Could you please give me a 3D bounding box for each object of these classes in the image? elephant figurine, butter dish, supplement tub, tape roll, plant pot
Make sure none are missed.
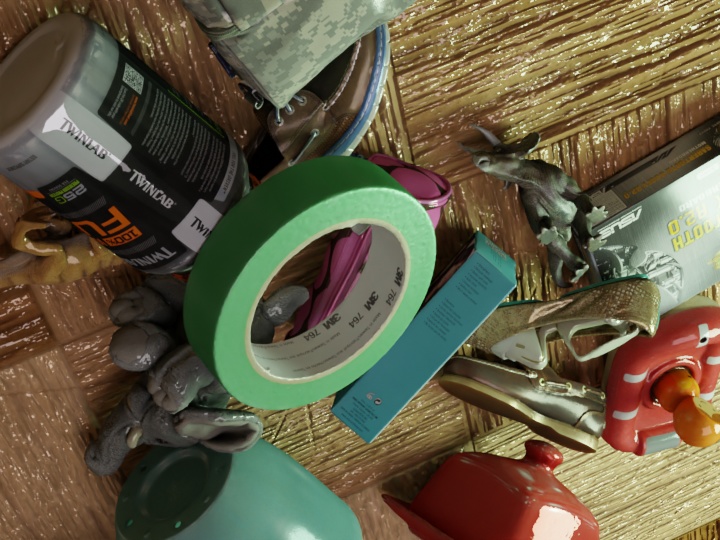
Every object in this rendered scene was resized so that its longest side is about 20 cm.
[{"bbox_3d":[-0.145,0.096,1.096,0.142,0.155,0.200,-56,161,-38],"label":"elephant figurine"},{"bbox_3d":[0.160,0.243,1.327,0.199,0.200,0.148,31,85,-39],"label":"butter dish"},{"bbox_3d":[-0.165,-0.078,0.926,0.123,0.123,0.200,-43,127,10],"label":"supplement tub"},{"bbox_3d":[-0.035,0.012,0.972,0.200,0.048,0.201,-25,138,-24],"label":"tape roll"},{"bbox_3d":[-0.122,0.235,1.158,0.200,0.201,0.161,-34,124,2],"label":"plant pot"}]

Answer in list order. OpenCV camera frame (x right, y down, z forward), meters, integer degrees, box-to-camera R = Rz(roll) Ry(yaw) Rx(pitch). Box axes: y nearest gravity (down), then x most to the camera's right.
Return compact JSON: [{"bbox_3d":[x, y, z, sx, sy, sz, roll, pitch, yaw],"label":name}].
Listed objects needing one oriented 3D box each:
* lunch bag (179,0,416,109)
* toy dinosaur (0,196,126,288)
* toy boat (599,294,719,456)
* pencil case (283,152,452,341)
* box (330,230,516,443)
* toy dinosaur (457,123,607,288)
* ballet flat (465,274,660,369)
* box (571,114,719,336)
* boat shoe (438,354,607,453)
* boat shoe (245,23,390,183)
[{"bbox_3d":[-0.033,-0.219,0.876,0.200,0.139,0.168,-35,132,4],"label":"lunch bag"},{"bbox_3d":[-0.244,-0.009,0.992,0.199,0.060,0.106,-16,132,-14],"label":"toy dinosaur"},{"bbox_3d":[0.325,0.125,1.323,0.130,0.131,0.201,-11,130,-18],"label":"toy boat"},{"bbox_3d":[0.000,0.000,1.096,0.091,0.094,0.200,24,116,4],"label":"pencil case"},{"bbox_3d":[0.057,0.059,1.169,0.049,0.082,0.200,40,105,-4],"label":"box"},{"bbox_3d":[0.170,-0.056,1.140,0.077,0.102,0.200,-33,142,11],"label":"toy dinosaur"},{"bbox_3d":[0.181,0.055,1.201,0.199,0.066,0.071,-14,157,14],"label":"ballet flat"},{"bbox_3d":[0.305,-0.045,1.237,0.200,0.048,0.159,-29,132,-2],"label":"box"},{"bbox_3d":[0.164,0.118,1.290,0.200,0.070,0.071,26,75,-30],"label":"boat shoe"},{"bbox_3d":[-0.044,-0.115,0.998,0.072,0.072,0.200,11,120,-30],"label":"boat shoe"}]
